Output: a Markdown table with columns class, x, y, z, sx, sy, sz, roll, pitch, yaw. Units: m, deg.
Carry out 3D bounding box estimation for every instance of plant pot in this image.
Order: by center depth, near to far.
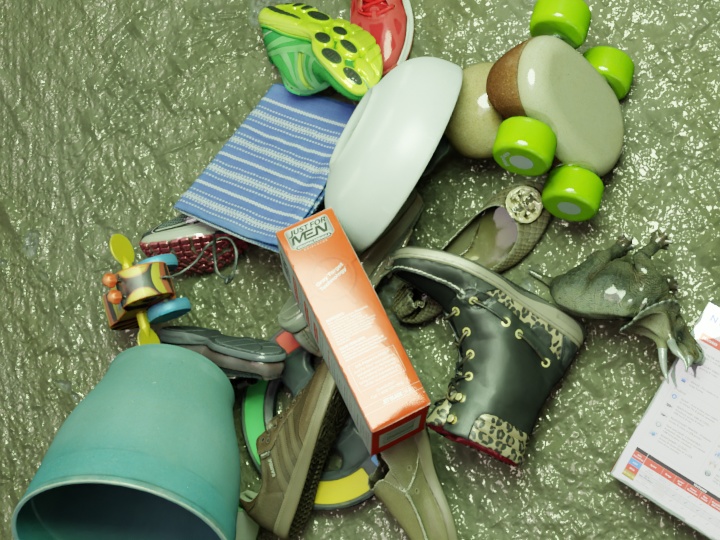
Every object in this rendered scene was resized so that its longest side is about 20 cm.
| class | x | y | z | sx | sy | sz | roll | pitch | yaw |
| --- | --- | --- | --- | --- | --- | --- | --- | --- | --- |
| plant pot | -0.200 | 0.182 | 0.918 | 0.198 | 0.201 | 0.189 | -15 | 38 | 19 |

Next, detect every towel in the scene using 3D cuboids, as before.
| class | x | y | z | sx | sy | sz | roll | pitch | yaw |
| --- | --- | --- | --- | --- | --- | --- | --- | --- | --- |
| towel | -0.087 | -0.117 | 1.027 | 0.143 | 0.024 | 0.201 | 21 | 60 | 24 |

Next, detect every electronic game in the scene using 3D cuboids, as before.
| class | x | y | z | sx | sy | sz | roll | pitch | yaw |
| --- | --- | --- | --- | --- | --- | --- | --- | --- | --- |
| electronic game | -0.036 | 0.145 | 1.008 | 0.197 | 0.042 | 0.203 | -3 | 81 | 22 |

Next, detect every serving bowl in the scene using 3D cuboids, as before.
| class | x | y | z | sx | sy | sz | roll | pitch | yaw |
| --- | --- | --- | --- | --- | --- | --- | --- | --- | --- |
| serving bowl | 0.018 | -0.121 | 0.927 | 0.065 | 0.200 | 0.202 | 27 | 94 | -11 |

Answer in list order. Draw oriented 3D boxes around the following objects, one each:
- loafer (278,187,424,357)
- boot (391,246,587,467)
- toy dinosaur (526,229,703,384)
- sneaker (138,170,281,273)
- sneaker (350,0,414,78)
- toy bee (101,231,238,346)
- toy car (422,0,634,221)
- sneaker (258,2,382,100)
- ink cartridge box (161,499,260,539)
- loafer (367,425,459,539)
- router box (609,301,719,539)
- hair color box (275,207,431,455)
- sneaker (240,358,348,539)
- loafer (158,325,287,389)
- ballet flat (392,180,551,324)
| class | x | y | z | sx | sy | sz | roll | pitch | yaw |
| --- | --- | --- | --- | --- | --- | --- | --- | --- | --- |
| loafer | 0.000 | 0.000 | 0.999 | 0.200 | 0.063 | 0.072 | -47 | 23 | -12 |
| boot | 0.099 | 0.078 | 0.908 | 0.198 | 0.073 | 0.152 | 27 | 78 | -4 |
| toy dinosaur | 0.225 | 0.014 | 0.879 | 0.198 | 0.102 | 0.078 | 21 | 135 | 37 |
| sneaker | -0.150 | -0.056 | 1.069 | 0.197 | 0.081 | 0.076 | -18 | 60 | 10 |
| sneaker | 0.005 | -0.312 | 1.016 | 0.077 | 0.115 | 0.203 | -7 | 80 | 21 |
| toy bee | -0.229 | 0.013 | 1.007 | 0.132 | 0.108 | 0.201 | 56 | 131 | 25 |
| toy car | 0.140 | -0.146 | 0.943 | 0.198 | 0.157 | 0.166 | -4 | 60 | 47 |
| sneaker | -0.040 | -0.223 | 1.033 | 0.200 | 0.073 | 0.084 | 42 | 144 | 44 |
| ink cartridge box | -0.220 | 0.287 | 1.039 | 0.198 | 0.084 | 0.147 | 18 | 88 | 23 |
| loafer | 0.043 | 0.210 | 0.931 | 0.067 | 0.076 | 0.203 | -15 | 86 | -9 |
| router box | 0.350 | 0.156 | 0.846 | 0.199 | 0.049 | 0.181 | 32 | 95 | 23 |
| hair color box | -0.008 | 0.056 | 0.879 | 0.061 | 0.102 | 0.202 | -24 | 71 | -9 |
| sneaker | -0.068 | 0.164 | 0.960 | 0.075 | 0.070 | 0.203 | 23 | 98 | 20 |
| loafer | -0.146 | 0.100 | 1.029 | 0.199 | 0.071 | 0.064 | 8 | 96 | 47 |
| ballet flat | 0.109 | -0.017 | 0.970 | 0.199 | 0.046 | 0.068 | -39 | 71 | 13 |
